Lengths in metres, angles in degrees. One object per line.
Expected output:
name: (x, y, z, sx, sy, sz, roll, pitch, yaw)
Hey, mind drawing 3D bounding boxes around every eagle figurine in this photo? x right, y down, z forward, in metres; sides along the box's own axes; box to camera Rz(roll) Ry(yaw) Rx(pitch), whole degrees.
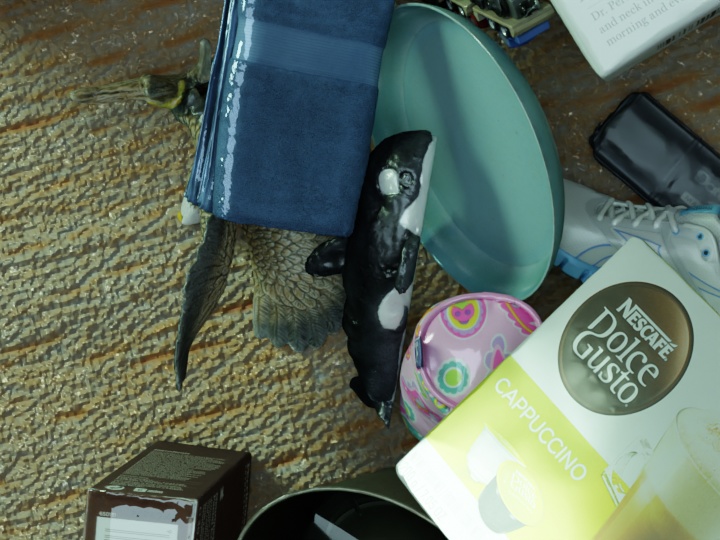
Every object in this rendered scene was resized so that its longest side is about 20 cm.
eagle figurine: (-0.082, -0.040, 1.456, 0.151, 0.151, 0.201, -21, 80, -2)

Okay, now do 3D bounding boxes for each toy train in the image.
toy train: (0.069, -0.173, 1.395, 0.034, 0.200, 0.046, -28, 114, -10)

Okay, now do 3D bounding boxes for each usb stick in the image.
usb stick: (0.237, -0.038, 1.455, 0.200, 0.033, 0.056, 40, 91, 4)

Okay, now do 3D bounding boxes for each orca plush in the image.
orca plush: (0.000, 0.000, 1.443, 0.071, 0.106, 0.201, 9, 130, 2)

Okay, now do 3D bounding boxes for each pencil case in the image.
pencil case: (0.068, 0.069, 1.400, 0.087, 0.200, 0.088, 0, 80, -2)

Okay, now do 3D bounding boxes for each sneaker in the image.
sneaker: (0.192, -0.020, 1.426, 0.199, 0.075, 0.087, 31, 126, 4)

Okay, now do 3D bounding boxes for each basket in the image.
basket: (0.020, 0.195, 1.415, 0.180, 0.200, 0.137, 31, 98, 6)

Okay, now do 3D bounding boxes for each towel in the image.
towel: (-0.038, -0.124, 1.375, 0.111, 0.048, 0.201, 10, 89, -28)

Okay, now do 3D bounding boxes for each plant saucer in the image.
plant saucer: (0.069, -0.077, 1.412, 0.027, 0.200, 0.201, -25, 90, -26)

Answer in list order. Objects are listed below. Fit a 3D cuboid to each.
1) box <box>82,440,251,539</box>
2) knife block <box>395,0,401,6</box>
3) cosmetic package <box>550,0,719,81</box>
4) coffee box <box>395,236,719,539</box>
box: (-0.123, 0.175, 1.433, 0.074, 0.200, 0.101, 6, 95, 5)
knife block: (-0.044, -0.230, 1.408, 0.064, 0.176, 0.201, -24, 91, 9)
cosmetic package: (0.161, -0.238, 1.323, 0.164, 0.165, 0.201, -30, 90, 8)
coffee box: (0.180, 0.141, 1.278, 0.198, 0.200, 0.200, -43, 54, 3)
